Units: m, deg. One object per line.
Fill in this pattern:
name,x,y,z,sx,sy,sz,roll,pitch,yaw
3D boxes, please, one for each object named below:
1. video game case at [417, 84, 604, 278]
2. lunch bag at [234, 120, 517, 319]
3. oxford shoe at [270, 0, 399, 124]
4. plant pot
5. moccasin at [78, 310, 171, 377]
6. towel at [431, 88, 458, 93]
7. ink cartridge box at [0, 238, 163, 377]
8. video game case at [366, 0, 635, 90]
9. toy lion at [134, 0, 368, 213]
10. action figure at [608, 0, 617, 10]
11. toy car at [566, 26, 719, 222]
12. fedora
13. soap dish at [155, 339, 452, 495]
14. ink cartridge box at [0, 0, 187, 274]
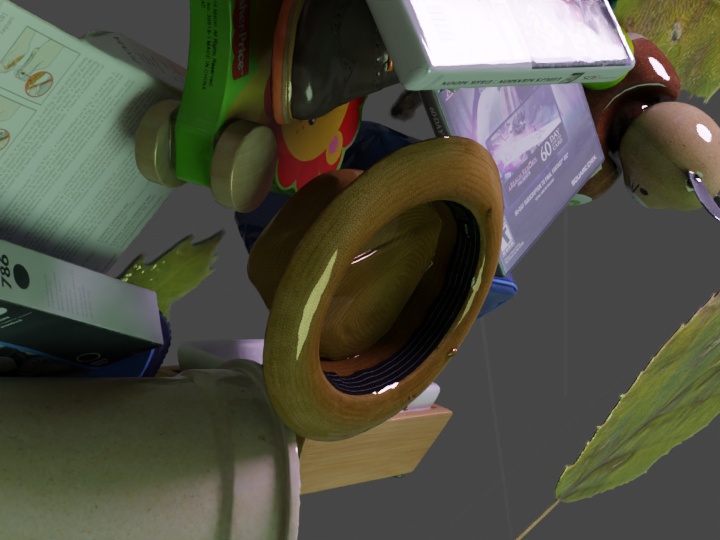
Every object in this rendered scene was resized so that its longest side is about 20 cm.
video game case,0.098,-0.119,0.834,0.143,0.019,0.202,-46,126,-32
lunch bag,0.014,-0.007,0.870,0.135,0.134,0.199,-35,158,27
oxford shoe,0.011,-0.130,0.651,0.200,0.072,0.072,-55,152,-52
plant pot,-0.158,0.138,0.698,0.181,0.202,0.202,11,125,-29
moccasin,-0.189,0.085,0.841,0.200,0.081,0.068,-41,162,29
towel,0.057,-0.183,0.671,0.024,0.148,0.199,-30,-178,42
ink cartridge box,-0.198,0.023,0.656,0.098,0.040,0.200,-19,160,20
video game case,0.048,-0.186,0.630,0.180,0.202,0.023,-11,164,-46
toy lion,-0.043,-0.132,0.686,0.191,0.068,0.203,-38,139,-53
action figure,0.157,-0.214,0.858,0.054,0.120,0.201,-9,153,-12
toy car,0.238,-0.084,1.024,0.158,0.200,0.164,-49,153,12
fedora,0.000,0.000,0.707,0.200,0.081,0.203,-33,138,-35
soap dish,-0.045,0.111,0.966,0.199,0.156,0.082,2,102,-55
ink cartridge box,-0.183,-0.062,0.659,0.163,0.050,0.199,-49,148,11
